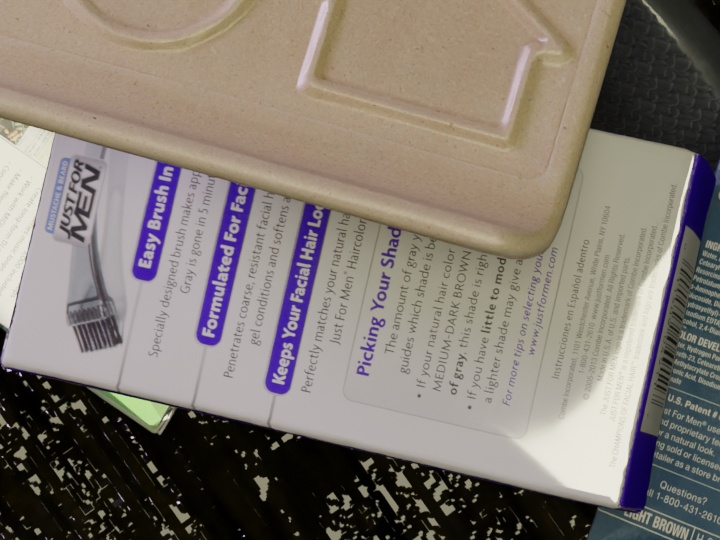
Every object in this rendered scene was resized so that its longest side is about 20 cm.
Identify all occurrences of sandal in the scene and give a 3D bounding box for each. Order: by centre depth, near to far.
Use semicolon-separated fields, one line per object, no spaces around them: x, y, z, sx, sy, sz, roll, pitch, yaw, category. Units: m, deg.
0.066;-0.113;0.891;0.043;0.076;0.200;-42;92;-26;sandal

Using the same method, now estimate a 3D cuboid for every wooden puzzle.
-0.007;-0.111;0.800;0.184;0.046;0.201;16;72;7;wooden puzzle

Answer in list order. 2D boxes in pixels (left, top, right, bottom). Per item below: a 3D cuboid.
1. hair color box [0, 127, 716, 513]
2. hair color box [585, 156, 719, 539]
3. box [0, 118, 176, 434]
0.000;0.000;0.836;0.199;0.065;0.110;13;87;12;hair color box
0.149;0.011;0.870;0.060;0.100;0.201;19;91;34;hair color box
-0.109;-0.060;0.907;0.199;0.036;0.145;35;91;0;box
